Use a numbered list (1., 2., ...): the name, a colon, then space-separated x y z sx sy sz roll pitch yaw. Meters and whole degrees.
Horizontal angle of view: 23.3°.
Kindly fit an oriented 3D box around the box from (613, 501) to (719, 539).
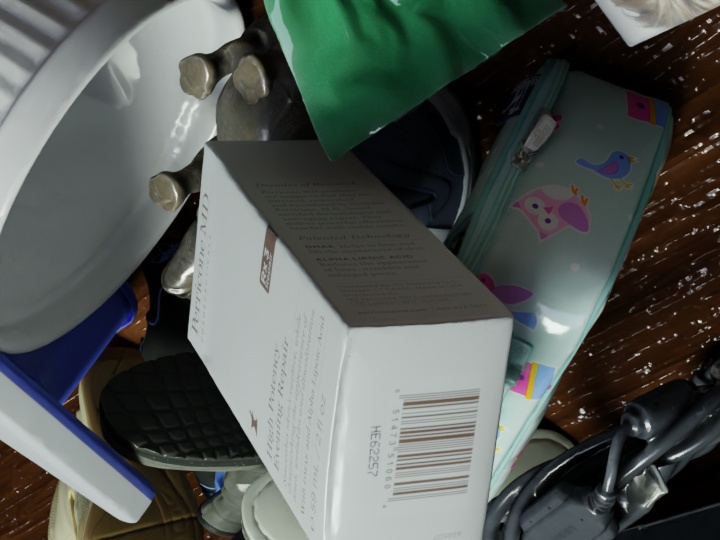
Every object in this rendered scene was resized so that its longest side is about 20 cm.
1. box: 0.191 0.229 0.917 0.196 0.125 0.200 30 144 -28

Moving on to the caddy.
1. caddy: -0.206 0.009 1.001 0.141 0.105 0.200 38 157 -10

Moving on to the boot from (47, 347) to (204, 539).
1. boot: -0.151 0.171 1.079 0.072 0.201 0.156 -1 146 -20

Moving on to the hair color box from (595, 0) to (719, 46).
1. hair color box: 0.091 -0.191 0.652 0.100 0.061 0.200 -22 117 44

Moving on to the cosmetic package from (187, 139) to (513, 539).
1. cosmetic package: -0.012 0.024 0.718 0.200 0.074 0.102 -134 46 -59

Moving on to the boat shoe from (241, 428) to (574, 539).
1. boat shoe: 0.025 0.129 0.938 0.200 0.073 0.060 -5 159 -25

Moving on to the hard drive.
1. hard drive: -0.189 0.050 0.840 0.132 0.025 0.200 28 165 29

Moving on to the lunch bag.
1. lunch bag: 0.067 0.011 0.789 0.077 0.161 0.201 27 140 6

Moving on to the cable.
1. cable: 0.134 0.084 0.831 0.051 0.163 0.200 51 155 11

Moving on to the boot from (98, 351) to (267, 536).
1. boot: -0.063 0.109 0.961 0.199 0.068 0.131 -1 141 -32

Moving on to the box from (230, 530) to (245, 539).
1. box: 0.000 0.205 1.049 0.199 0.048 0.193 14 148 -23

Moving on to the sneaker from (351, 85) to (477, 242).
1. sneaker: 0.000 0.000 0.861 0.070 0.109 0.201 23 139 10

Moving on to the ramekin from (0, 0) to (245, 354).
1. ramekin: -0.153 -0.072 0.828 0.105 0.200 0.201 34 140 12

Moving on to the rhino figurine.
1. rhino figurine: -0.055 -0.049 0.860 0.060 0.087 0.201 42 137 19

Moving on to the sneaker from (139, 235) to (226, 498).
1. sneaker: -0.087 0.060 1.017 0.078 0.070 0.201 31 142 24

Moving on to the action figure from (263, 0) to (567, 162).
1. action figure: -0.016 -0.162 0.734 0.201 0.118 0.055 58 177 -1
